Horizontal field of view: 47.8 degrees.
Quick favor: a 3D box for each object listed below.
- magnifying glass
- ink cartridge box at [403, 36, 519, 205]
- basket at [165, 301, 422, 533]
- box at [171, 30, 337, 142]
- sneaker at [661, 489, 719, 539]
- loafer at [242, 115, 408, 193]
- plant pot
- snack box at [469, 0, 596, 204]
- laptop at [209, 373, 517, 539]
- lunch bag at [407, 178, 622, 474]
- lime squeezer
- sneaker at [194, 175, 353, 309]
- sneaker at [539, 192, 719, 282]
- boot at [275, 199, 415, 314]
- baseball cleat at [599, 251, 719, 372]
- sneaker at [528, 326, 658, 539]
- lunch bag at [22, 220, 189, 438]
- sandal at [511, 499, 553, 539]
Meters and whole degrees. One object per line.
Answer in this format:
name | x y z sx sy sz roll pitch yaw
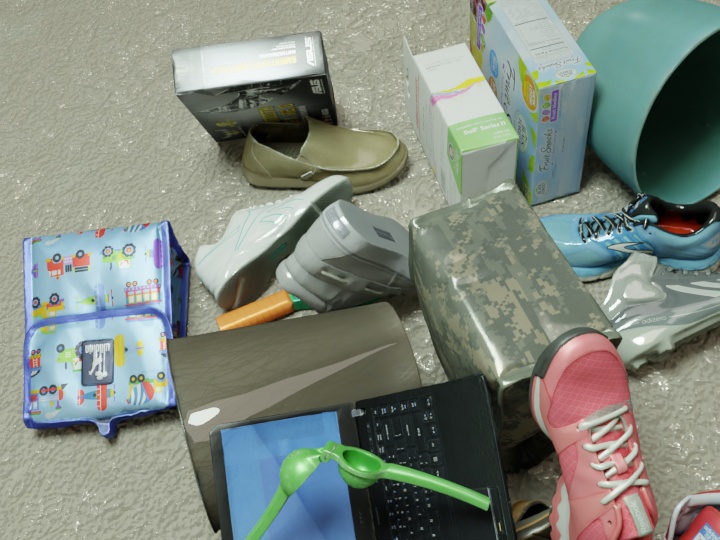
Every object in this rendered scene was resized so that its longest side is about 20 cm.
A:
magnifying glass | -0.054 0.022 0.843 0.197 0.023 0.080 -24 54 -10
ink cartridge box | 0.106 -0.165 0.902 0.066 0.118 0.202 -15 53 -6
basket | -0.054 0.109 0.712 0.197 0.137 0.182 -17 46 -11
box | -0.109 -0.199 0.909 0.155 0.200 0.049 -8 85 0
sneaker | 0.223 0.238 0.588 0.199 0.113 0.071 -39 57 -21
loafer | -0.044 -0.135 0.929 0.196 0.068 0.077 -4 53 5
plant pot | 0.311 -0.192 0.857 0.198 0.203 0.161 -27 43 -13
snack box | 0.180 -0.204 0.891 0.067 0.170 0.202 -17 52 -5
laptop | 0.001 0.182 0.582 0.198 0.102 0.181 -18 76 39
lunch bag | 0.119 0.059 0.683 0.116 0.201 0.165 -21 57 -10
lime squeezer | -0.013 0.154 0.566 0.197 0.038 0.072 -17 78 12
sneaker | -0.093 -0.048 0.870 0.199 0.071 0.080 -38 55 -20
sneaker | 0.263 -0.046 0.811 0.196 0.091 0.079 -2 52 7
boot | 0.000 0.000 0.781 0.095 0.199 0.074 -41 58 18
baseball cleat | 0.310 0.015 0.765 0.197 0.070 0.108 -24 69 -11
sneaker | 0.172 0.135 0.552 0.073 0.203 0.087 -18 22 -12
lunch bag | -0.251 0.067 0.805 0.148 0.094 0.203 -7 65 0
sandal | 0.122 0.222 0.650 0.197 0.083 0.055 -22 31 -1
